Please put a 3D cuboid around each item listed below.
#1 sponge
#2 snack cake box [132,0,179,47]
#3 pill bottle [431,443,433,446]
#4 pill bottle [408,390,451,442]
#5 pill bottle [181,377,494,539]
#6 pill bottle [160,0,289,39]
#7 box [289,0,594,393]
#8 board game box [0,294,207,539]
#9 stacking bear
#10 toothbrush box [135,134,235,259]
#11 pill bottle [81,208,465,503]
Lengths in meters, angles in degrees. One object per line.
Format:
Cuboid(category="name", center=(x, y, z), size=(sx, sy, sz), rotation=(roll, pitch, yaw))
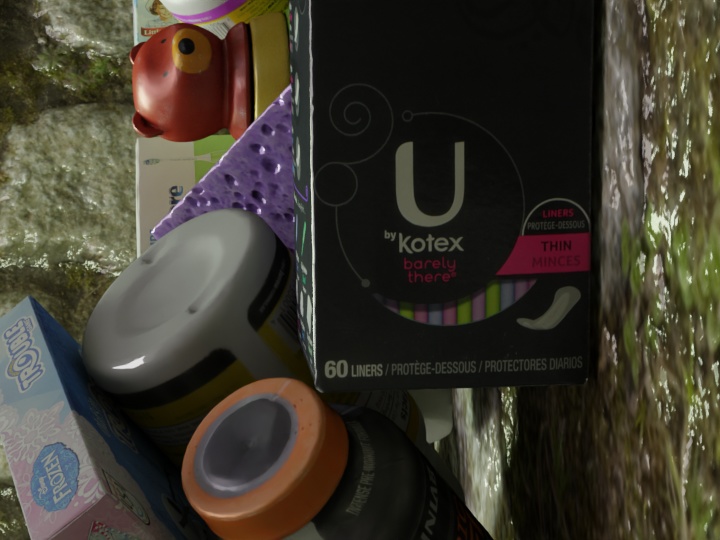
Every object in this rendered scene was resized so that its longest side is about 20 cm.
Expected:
Cuboid(category="sponge", center=(-0.014, -0.039, 0.887), size=(0.200, 0.112, 0.030), rotation=(-41, 5, 38))
Cuboid(category="snack cake box", center=(-0.078, -0.199, 1.359), size=(0.115, 0.199, 0.067), rotation=(97, 169, -54))
Cuboid(category="pill bottle", center=(-0.006, 0.152, 1.115), size=(0.114, 0.114, 0.201), rotation=(105, 163, -68))
Cuboid(category="pill bottle", center=(0.000, 0.000, 1.033), size=(0.114, 0.114, 0.201), rotation=(108, 160, -71))
Cuboid(category="pill bottle", center=(0.000, 0.132, 0.783), size=(0.200, 0.106, 0.106), rotation=(51, -159, -40))
Cuboid(category="pill bottle", center=(-0.054, -0.173, 1.258), size=(0.200, 0.104, 0.105), rotation=(45, -153, -42))
Cuboid(category="box", center=(0.032, -0.056, 0.757), size=(0.106, 0.122, 0.201), rotation=(-126, 34, -79))
Cuboid(category="board game box", center=(-0.096, 0.128, 0.839), size=(0.199, 0.043, 0.200), rotation=(50, -179, -31))
Cuboid(category="stacking bear", center=(-0.053, -0.126, 1.157), size=(0.114, 0.199, 0.122), rotation=(105, 162, -68))
Cuboid(category="toothbrush box", center=(-0.059, -0.021, 1.239), size=(0.086, 0.199, 0.146), rotation=(96, 170, -45))
Cuboid(category="pill bottle", center=(-0.038, 0.075, 0.881), size=(0.200, 0.114, 0.114), rotation=(51, -167, -27))
